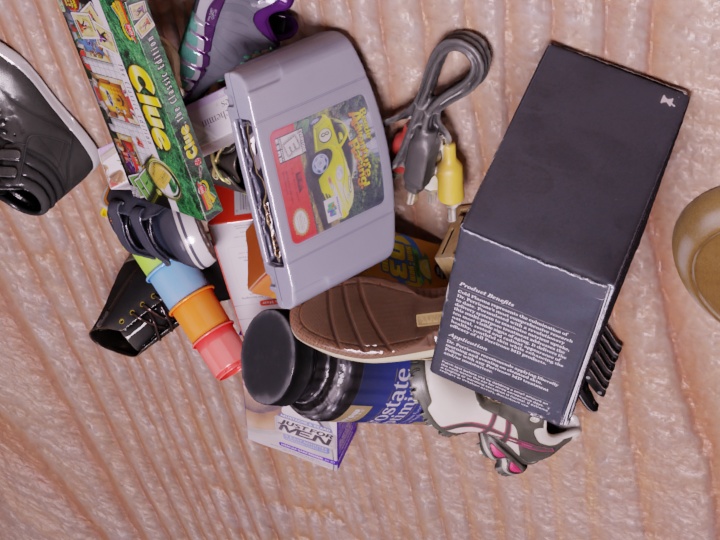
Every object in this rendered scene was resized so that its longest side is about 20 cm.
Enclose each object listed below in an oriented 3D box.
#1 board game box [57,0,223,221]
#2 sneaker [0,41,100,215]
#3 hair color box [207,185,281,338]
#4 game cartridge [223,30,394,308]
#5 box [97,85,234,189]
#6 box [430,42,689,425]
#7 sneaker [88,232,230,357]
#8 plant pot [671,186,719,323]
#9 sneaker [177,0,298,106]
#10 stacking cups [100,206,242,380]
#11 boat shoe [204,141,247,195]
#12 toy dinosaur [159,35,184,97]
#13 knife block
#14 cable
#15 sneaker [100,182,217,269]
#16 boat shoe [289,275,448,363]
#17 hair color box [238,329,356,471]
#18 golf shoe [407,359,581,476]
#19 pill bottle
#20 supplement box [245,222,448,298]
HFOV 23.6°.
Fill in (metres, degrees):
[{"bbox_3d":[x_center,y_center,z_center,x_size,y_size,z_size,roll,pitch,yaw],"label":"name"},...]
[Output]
[{"bbox_3d":[-0.178,-0.137,1.382,0.104,0.023,0.201,16,135,44],"label":"board game box"},{"bbox_3d":[-0.334,-0.134,1.604,0.070,0.099,0.200,-12,129,45],"label":"sneaker"},{"bbox_3d":[-0.074,-0.004,1.604,0.101,0.062,0.201,-7,138,4],"label":"hair color box"},{"bbox_3d":[-0.035,-0.085,1.402,0.041,0.133,0.201,8,118,44],"label":"game cartridge"},{"bbox_3d":[-0.131,-0.122,1.462,0.199,0.041,0.039,-23,83,25],"label":"box"},{"bbox_3d":[0.152,-0.026,1.329,0.123,0.201,0.197,22,146,8],"label":"box"},{"bbox_3d":[-0.178,0.031,1.708,0.199,0.107,0.075,-12,131,42],"label":"sneaker"},{"bbox_3d":[0.345,0.006,1.397,0.199,0.028,0.201,19,145,13],"label":"plant pot"},{"bbox_3d":[-0.102,-0.184,1.410,0.087,0.075,0.200,17,151,-8],"label":"sneaker"},{"bbox_3d":[-0.168,0.009,1.641,0.200,0.060,0.061,54,146,8],"label":"stacking cups"},{"bbox_3d":[-0.094,-0.101,1.499,0.200,0.061,0.072,9,110,18],"label":"boat shoe"},{"bbox_3d":[-0.189,-0.202,1.424,0.088,0.047,0.200,59,170,-26],"label":"toy dinosaur"},{"bbox_3d":[0.145,0.047,1.551,0.199,0.064,0.176,27,145,-1],"label":"knife block"},{"bbox_3d":[0.057,-0.130,1.419,0.097,0.050,0.201,34,137,19],"label":"cable"},{"bbox_3d":[-0.181,-0.043,1.538,0.200,0.079,0.079,-126,11,-66],"label":"sneaker"},{"bbox_3d":[0.042,0.049,1.470,0.201,0.075,0.075,2,162,4],"label":"boat shoe"},{"bbox_3d":[-0.063,0.118,1.786,0.109,0.065,0.201,18,143,13],"label":"hair color box"},{"bbox_3d":[0.117,0.114,1.543,0.088,0.078,0.200,-23,143,30],"label":"golf shoe"},{"bbox_3d":[-0.005,0.084,1.580,0.199,0.113,0.112,5,162,-38],"label":"pill bottle"},{"bbox_3d":[0.000,0.000,1.517,0.199,0.067,0.069,16,143,-31],"label":"supplement box"}]
